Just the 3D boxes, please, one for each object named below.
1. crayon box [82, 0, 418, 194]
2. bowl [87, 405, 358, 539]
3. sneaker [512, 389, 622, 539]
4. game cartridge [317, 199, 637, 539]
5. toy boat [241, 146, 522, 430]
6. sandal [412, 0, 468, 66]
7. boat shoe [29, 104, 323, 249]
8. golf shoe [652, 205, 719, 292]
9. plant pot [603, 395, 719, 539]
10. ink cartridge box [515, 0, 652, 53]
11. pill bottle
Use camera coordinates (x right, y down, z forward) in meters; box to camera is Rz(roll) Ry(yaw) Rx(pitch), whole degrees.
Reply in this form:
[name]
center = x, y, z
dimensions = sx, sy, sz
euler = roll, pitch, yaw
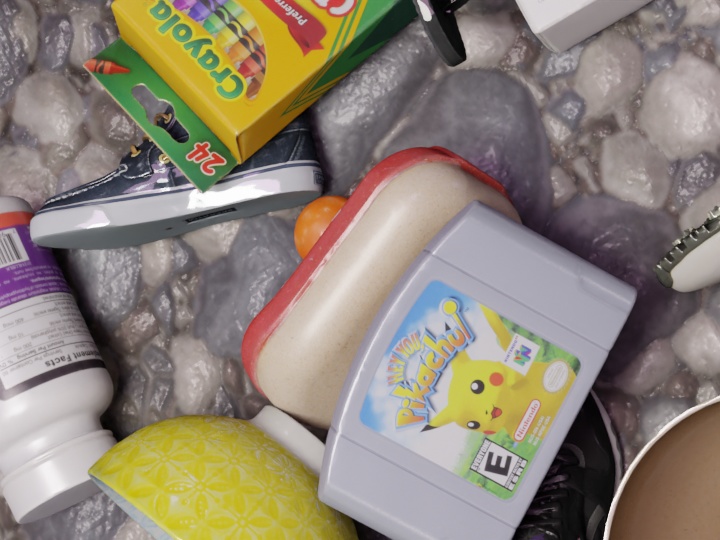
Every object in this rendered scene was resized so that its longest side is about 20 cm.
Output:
[crayon box]
center = -0.068, -0.160, 1.182
dimensions = 0.200, 0.051, 0.127
euler = -42, 76, -13
[bowl]
center = -0.064, 0.150, 1.152
dimensions = 0.200, 0.200, 0.108
euler = 37, 77, 16
[sneaker]
center = 0.119, 0.159, 1.129
dimensions = 0.075, 0.087, 0.202
euler = -3, 87, 18
[game cartridge]
center = 0.062, 0.069, 1.086
dimensions = 0.133, 0.040, 0.201
euler = 27, 90, -3
[toy boat]
center = 0.000, 0.000, 1.173
dimensions = 0.201, 0.130, 0.131
euler = -52, 44, 9
[sandal]
center = 0.049, -0.216, 1.138
dimensions = 0.048, 0.075, 0.202
euler = -20, 54, 19
[boat shoe]
center = -0.127, -0.074, 1.225
dimensions = 0.198, 0.071, 0.092
euler = -12, 79, 2
[golf shoe]
center = 0.272, -0.022, 1.094
dimensions = 0.199, 0.077, 0.089
euler = -26, 87, 16
[plant pot]
center = 0.250, 0.165, 1.061
dimensions = 0.198, 0.134, 0.202
euler = -1, 88, 19
[ink cartridge box]
center = 0.133, -0.260, 1.141
dimensions = 0.147, 0.086, 0.201
euler = -28, 78, 14
[pill bottle]
center = -0.234, 0.062, 1.238
dimensions = 0.111, 0.111, 0.201
euler = -29, 79, 15
